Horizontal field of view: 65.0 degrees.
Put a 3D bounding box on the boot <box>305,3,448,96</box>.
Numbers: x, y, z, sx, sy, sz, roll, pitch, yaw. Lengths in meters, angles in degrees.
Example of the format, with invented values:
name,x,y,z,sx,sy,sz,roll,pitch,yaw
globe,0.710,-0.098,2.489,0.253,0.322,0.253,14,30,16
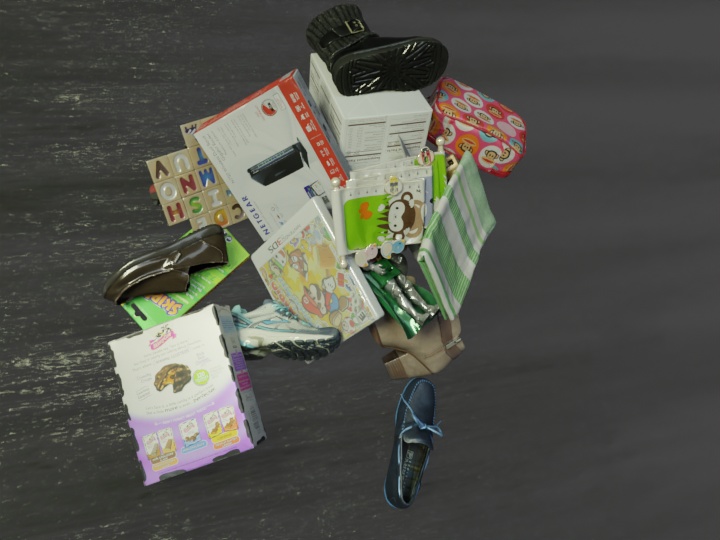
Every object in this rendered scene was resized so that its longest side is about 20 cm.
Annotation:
name,x,y,z,sx,sy,sz,roll,pitch,yaw
boot,0.025,-0.367,0.920,0.206,0.081,0.160,-10,50,-17

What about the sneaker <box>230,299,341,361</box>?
name,x,y,z,sx,sy,sz,roll,pitch,yaw
sneaker,-0.123,0.084,0.859,0.194,0.078,0.088,-1,63,15

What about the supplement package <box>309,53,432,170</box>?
name,x,y,z,sx,sy,sz,roll,pitch,yaw
supplement package,0.010,-0.273,0.963,0.152,0.112,0.203,-9,50,-17

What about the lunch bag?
name,x,y,z,sx,sy,sz,roll,pitch,yaw
lunch bag,0.215,-0.279,1.063,0.196,0.082,0.178,25,45,-8

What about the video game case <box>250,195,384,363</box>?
name,x,y,z,sx,sy,sz,roll,pitch,yaw
video game case,-0.073,0.020,0.873,0.023,0.181,0.203,-22,80,-51

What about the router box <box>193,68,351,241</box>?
name,x,y,z,sx,sy,sz,roll,pitch,yaw
router box,-0.123,-0.169,0.867,0.176,0.049,0.202,-23,118,16

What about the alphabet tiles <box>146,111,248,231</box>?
name,x,y,z,sx,sy,sz,roll,pitch,yaw
alphabet tiles,-0.227,-0.153,0.895,0.197,0.007,0.171,-26,113,-29

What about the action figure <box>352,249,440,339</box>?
name,x,y,z,sx,sy,sz,roll,pitch,yaw
action figure,0.035,0.003,0.860,0.200,0.055,0.117,43,34,14

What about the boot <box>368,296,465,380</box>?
name,x,y,z,sx,sy,sz,roll,pitch,yaw
boot,0.088,0.086,0.919,0.143,0.070,0.203,-24,118,-3

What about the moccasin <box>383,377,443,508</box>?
name,x,y,z,sx,sy,sz,roll,pitch,yaw
moccasin,0.093,0.274,0.899,0.078,0.068,0.205,14,74,-15

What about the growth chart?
name,x,y,z,sx,sy,sz,roll,pitch,yaw
growth chart,0.046,-0.091,0.805,0.196,0.018,0.148,-21,112,-16

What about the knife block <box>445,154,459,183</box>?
name,x,y,z,sx,sy,sz,roll,pitch,yaw
knife block,0.144,-0.162,0.964,0.063,0.200,0.178,-28,49,14

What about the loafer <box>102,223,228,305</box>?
name,x,y,z,sx,sy,sz,roll,pitch,yaw
loafer,-0.283,0.002,0.841,0.197,0.073,0.072,-30,88,-16

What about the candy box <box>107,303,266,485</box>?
name,x,y,z,sx,sy,sz,roll,pitch,yaw
candy box,-0.242,0.170,0.799,0.164,0.072,0.205,-18,84,5

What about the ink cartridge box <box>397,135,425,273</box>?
name,x,y,z,sx,sy,sz,roll,pitch,yaw
ink cartridge box,0.086,-0.101,0.917,0.066,0.201,0.117,-26,37,14

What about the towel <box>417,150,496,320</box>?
name,x,y,z,sx,sy,sz,roll,pitch,yaw
towel,0.147,-0.050,0.838,0.202,0.023,0.154,-60,137,-29

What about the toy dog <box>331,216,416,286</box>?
name,x,y,z,sx,sy,sz,roll,pitch,yaw
toy dog,0.000,0.000,0.953,0.195,0.097,0.135,13,76,4

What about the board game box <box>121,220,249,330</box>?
name,x,y,z,sx,sy,sz,roll,pitch,yaw
board game box,-0.279,0.008,0.894,0.096,0.030,0.200,46,66,1

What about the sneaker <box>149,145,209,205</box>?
name,x,y,z,sx,sy,sz,roll,pitch,yaw
sneaker,-0.262,-0.181,0.914,0.199,0.070,0.100,-36,115,-22
